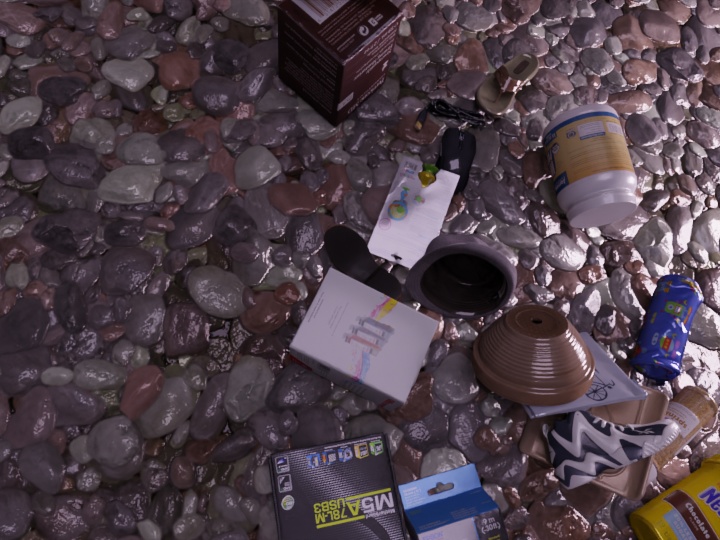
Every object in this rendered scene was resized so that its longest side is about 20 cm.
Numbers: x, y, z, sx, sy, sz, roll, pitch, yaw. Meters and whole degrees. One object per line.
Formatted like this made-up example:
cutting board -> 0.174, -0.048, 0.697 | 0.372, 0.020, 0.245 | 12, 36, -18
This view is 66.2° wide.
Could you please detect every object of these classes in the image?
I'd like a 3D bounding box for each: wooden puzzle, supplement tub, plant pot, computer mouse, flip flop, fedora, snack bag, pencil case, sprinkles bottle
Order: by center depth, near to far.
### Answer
plant pot -> 0.285, 0.120, 0.911 | 0.198, 0.094, 0.201 | -3, 28, 2
snack bag -> 0.342, 0.170, 0.934 | 0.198, 0.022, 0.189 | -8, 29, -8
wooden puzzle -> 0.394, 0.263, 0.940 | 0.198, 0.046, 0.186 | 17, 69, 27
sprinkles bottle -> 0.530, 0.285, 0.959 | 0.199, 0.068, 0.068 | -35, 79, -16
fedora -> 0.176, -0.003, 0.972 | 0.198, 0.177, 0.091 | 22, 41, -16
pencil case -> 0.564, 0.107, 1.014 | 0.086, 0.078, 0.201 | 17, 68, 30
supplement tub -> 0.441, -0.198, 1.063 | 0.143, 0.145, 0.202 | -5, 72, -8
computer mouse -> 0.170, -0.259, 1.101 | 0.139, 0.046, 0.202 | 21, 71, -1
flip flop -> 0.313, -0.400, 1.158 | 0.081, 0.058, 0.200 | 42, 72, 7

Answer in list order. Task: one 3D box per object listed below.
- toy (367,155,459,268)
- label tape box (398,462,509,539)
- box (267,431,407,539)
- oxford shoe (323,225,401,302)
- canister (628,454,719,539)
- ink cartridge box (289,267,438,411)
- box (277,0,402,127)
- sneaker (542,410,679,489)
toy -> 0.099, -0.103, 1.039 | 0.114, 0.047, 0.202 | 21, 82, 6
label tape box -> 0.155, 0.425, 0.869 | 0.143, 0.063, 0.202 | -12, 74, -11
box -> -0.036, 0.372, 0.872 | 0.198, 0.048, 0.195 | -8, 71, -9
oxford shoe -> 0.000, 0.000, 0.991 | 0.071, 0.071, 0.200 | -35, 63, -10
canister -> 0.567, 0.421, 0.911 | 0.198, 0.087, 0.150 | -25, 76, -12
ink cartridge box -> 0.002, 0.118, 0.906 | 0.199, 0.145, 0.146 | 27, 71, 1
box -> -0.045, -0.424, 1.047 | 0.164, 0.200, 0.166 | 41, 72, 7
sneaker -> 0.383, 0.247, 0.876 | 0.198, 0.079, 0.131 | -30, 65, 13
